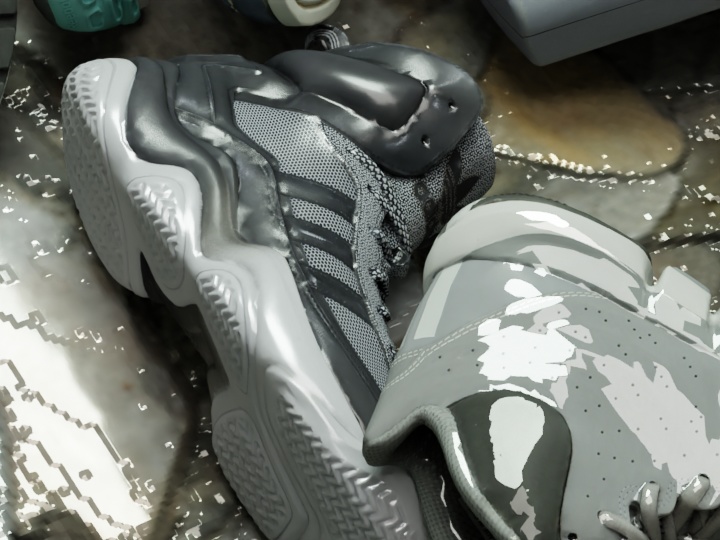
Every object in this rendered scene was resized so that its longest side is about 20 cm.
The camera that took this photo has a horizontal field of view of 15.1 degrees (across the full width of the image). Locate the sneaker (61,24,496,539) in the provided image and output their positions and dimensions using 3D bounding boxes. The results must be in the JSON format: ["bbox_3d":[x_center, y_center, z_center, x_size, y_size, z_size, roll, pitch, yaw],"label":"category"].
[{"bbox_3d":[0.000,0.000,0.776,0.113,0.076,0.200,-21,55,-21],"label":"sneaker"}]

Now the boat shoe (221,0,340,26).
[{"bbox_3d":[-0.036,-0.143,0.884,0.061,0.075,0.201,-4,41,7],"label":"boat shoe"}]

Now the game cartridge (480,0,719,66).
[{"bbox_3d":[0.082,-0.159,0.915,0.132,0.042,0.201,-15,48,4],"label":"game cartridge"}]

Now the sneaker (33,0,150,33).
[{"bbox_3d":[-0.120,-0.148,0.893,0.091,0.078,0.201,-14,50,0],"label":"sneaker"}]

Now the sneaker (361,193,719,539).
[{"bbox_3d":[0.091,0.068,0.690,0.199,0.075,0.116,23,56,11],"label":"sneaker"}]

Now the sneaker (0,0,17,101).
[{"bbox_3d":[-0.165,-0.109,0.849,0.075,0.087,0.201,-6,76,-31],"label":"sneaker"}]
